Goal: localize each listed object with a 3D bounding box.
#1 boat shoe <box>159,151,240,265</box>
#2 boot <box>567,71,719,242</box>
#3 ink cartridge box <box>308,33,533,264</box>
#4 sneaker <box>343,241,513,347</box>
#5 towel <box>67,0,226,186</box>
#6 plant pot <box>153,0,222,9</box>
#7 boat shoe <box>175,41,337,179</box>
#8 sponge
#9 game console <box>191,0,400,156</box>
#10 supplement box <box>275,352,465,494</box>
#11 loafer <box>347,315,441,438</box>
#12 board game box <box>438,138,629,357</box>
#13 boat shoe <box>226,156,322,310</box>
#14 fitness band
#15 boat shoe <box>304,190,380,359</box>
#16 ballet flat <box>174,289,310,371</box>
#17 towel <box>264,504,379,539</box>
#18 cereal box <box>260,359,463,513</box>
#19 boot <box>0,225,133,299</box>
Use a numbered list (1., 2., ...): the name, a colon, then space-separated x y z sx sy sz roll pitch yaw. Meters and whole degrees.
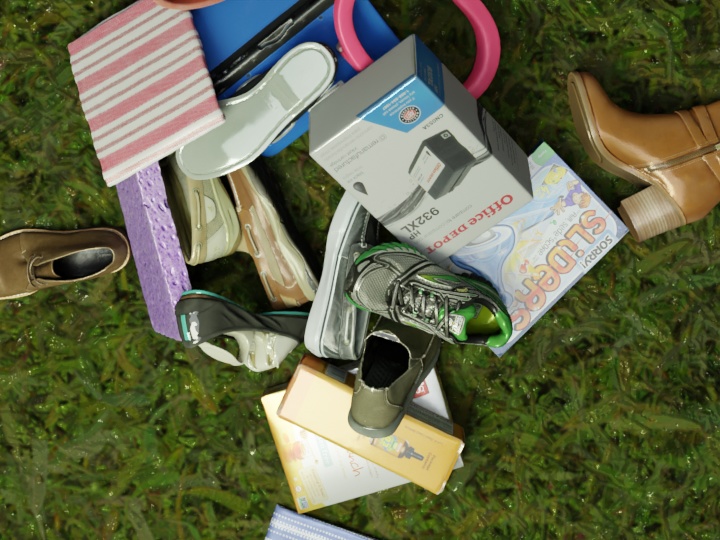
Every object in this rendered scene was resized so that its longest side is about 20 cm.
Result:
1. boat shoe: -0.195 -0.104 1.559 0.073 0.063 0.203 -25 85 49
2. boot: 0.318 -0.148 1.542 0.153 0.074 0.202 -28 92 -1
3. ink cartridge box: 0.063 -0.118 1.500 0.144 0.084 0.200 -34 123 23
4. sneaker: 0.075 0.028 1.502 0.198 0.085 0.079 13 107 -25
5. towel: -0.225 -0.197 1.528 0.145 0.030 0.202 -27 60 12
6. plant pot: -0.170 -0.403 1.458 0.200 0.201 0.197 -33 76 9
7. boat shoe: -0.103 -0.163 1.515 0.199 0.060 0.076 -32 92 11
8. sponge: -0.223 -0.028 1.575 0.030 0.111 0.203 -18 100 -22
9. game console: -0.085 -0.257 1.571 0.199 0.119 0.171 -36 127 10
10. supplement box: 0.012 0.164 1.575 0.198 0.069 0.067 27 100 1
11. loafer: 0.041 0.087 1.538 0.074 0.201 0.070 13 134 9
12. board game box: 0.175 -0.024 1.585 0.135 0.034 0.200 44 100 -4
13. boat shoe: -0.111 -0.046 1.583 0.073 0.076 0.202 -26 97 11
14. fitness band: 0.058 -0.248 1.521 0.200 0.037 0.144 41 89 -25
15. boat shoe: 0.000 0.000 1.568 0.070 0.072 0.203 14 91 22
16. ballet flat: -0.121 0.070 1.556 0.068 0.199 0.069 -15 71 42
17. towel: -0.058 0.385 1.686 0.143 0.024 0.202 18 99 3
18. cereal box: 0.003 0.176 1.631 0.198 0.040 0.146 -18 98 7
19. boot: -0.356 -0.008 1.607 0.197 0.076 0.075 -11 101 7
